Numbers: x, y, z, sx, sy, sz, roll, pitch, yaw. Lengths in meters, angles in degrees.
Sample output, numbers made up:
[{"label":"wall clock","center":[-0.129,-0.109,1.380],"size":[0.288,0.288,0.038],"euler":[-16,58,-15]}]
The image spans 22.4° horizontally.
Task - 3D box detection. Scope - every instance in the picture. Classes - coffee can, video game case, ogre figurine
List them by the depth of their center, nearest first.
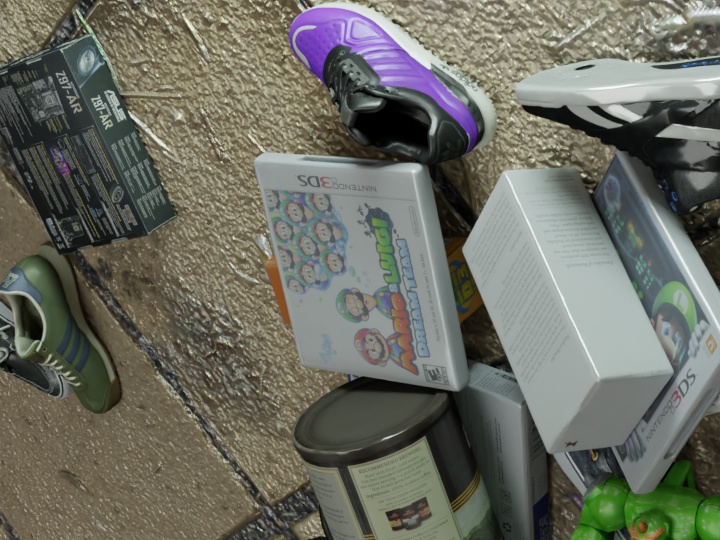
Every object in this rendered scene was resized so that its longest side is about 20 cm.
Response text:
[{"label":"video game case","center":[0.211,0.038,1.395],"size":[0.182,0.023,0.201],"euler":[113,145,-45]},{"label":"ogre figurine","center":[0.243,0.221,1.434],"size":[0.199,0.098,0.121],"euler":[20,129,50]},{"label":"video game case","center":[0.000,0.000,1.544],"size":[0.181,0.024,0.201],"euler":[7,118,40]},{"label":"coffee can","center":[0.040,0.205,1.587],"size":[0.146,0.146,0.201],"euler":[-1,117,43]}]

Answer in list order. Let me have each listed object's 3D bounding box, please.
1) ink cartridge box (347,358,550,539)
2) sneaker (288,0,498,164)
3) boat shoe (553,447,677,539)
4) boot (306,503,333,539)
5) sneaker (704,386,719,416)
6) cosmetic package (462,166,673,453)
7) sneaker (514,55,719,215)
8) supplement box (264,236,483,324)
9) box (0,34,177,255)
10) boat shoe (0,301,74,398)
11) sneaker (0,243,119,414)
[{"label":"ink cartridge box","center":[0.082,0.163,1.662],"size":[0.199,0.043,0.198],"euler":[20,130,35]},{"label":"sneaker","center":[0.008,-0.149,1.471],"size":[0.199,0.099,0.070],"euler":[32,133,22]},{"label":"boat shoe","center":[0.243,0.188,1.503],"size":[0.201,0.071,0.091],"euler":[50,143,8]},{"label":"boot","center":[-0.010,0.267,1.745],"size":[0.157,0.080,0.212],"euler":[4,138,49]},{"label":"sneaker","center":[0.287,0.083,1.390],"size":[0.200,0.099,0.079],"euler":[173,105,-68]},{"label":"cosmetic package","center":[0.156,0.028,1.402],"size":[0.102,0.071,0.201],"euler":[116,142,-48]},{"label":"sneaker","center":[0.206,-0.094,1.341],"size":[0.199,0.073,0.113],"euler":[3,115,40]},{"label":"supplement box","center":[0.012,0.011,1.605],"size":[0.199,0.069,0.067],"euler":[5,120,43]},{"label":"box","center":[-0.285,-0.122,1.807],"size":[0.160,0.043,0.201],"euler":[-11,109,46]},{"label":"boat shoe","center":[-0.407,0.083,2.042],"size":[0.199,0.068,0.074],"euler":[42,138,13]},{"label":"sneaker","center":[-0.333,0.079,1.954],"size":[0.067,0.090,0.201],"euler":[1,117,41]}]
